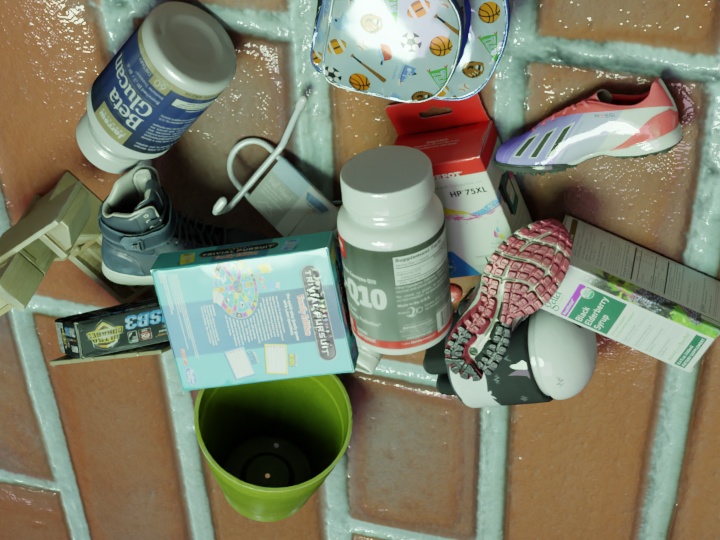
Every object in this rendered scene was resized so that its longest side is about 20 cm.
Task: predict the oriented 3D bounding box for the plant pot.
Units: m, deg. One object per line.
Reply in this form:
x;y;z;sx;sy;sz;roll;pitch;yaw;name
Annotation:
-0.118;0.234;1.933;0.199;0.201;0.193;17;148;4;plant pot

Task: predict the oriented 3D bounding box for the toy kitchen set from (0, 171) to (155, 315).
-0.324;-0.001;1.761;0.163;0.201;0.180;-28;118;39;toy kitchen set

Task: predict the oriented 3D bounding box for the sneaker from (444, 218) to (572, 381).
0.153;0.022;1.593;0.080;0.075;0.201;33;115;-5;sneaker

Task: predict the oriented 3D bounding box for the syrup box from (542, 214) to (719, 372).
0.294;0.026;1.633;0.199;0.082;0.079;23;135;-3;syrup box

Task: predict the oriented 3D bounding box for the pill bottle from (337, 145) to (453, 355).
0.035;-0.022;1.561;0.113;0.114;0.201;4;127;17;pill bottle

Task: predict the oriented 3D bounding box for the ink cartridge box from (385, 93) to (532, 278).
0.103;-0.090;1.605;0.115;0.067;0.201;-8;129;27;ink cartridge box

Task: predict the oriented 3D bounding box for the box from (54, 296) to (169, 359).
-0.252;0.060;1.757;0.198;0.198;0.050;-177;75;-71;box

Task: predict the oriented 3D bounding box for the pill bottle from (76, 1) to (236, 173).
-0.228;-0.190;1.605;0.111;0.111;0.200;36;135;-15;pill bottle

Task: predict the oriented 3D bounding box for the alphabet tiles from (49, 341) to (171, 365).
-0.260;0.084;1.838;0.166;0.200;0.008;-8;98;27;alphabet tiles

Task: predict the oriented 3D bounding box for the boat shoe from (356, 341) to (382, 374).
-0.063;0.093;1.829;0.199;0.070;0.071;3;151;31;boat shoe

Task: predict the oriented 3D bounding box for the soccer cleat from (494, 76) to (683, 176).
0.227;-0.147;1.513;0.199;0.068;0.074;-8;112;27;soccer cleat

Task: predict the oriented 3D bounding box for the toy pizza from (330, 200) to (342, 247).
0.000;0.000;1.758;0.198;0.032;0.201;11;135;11;toy pizza

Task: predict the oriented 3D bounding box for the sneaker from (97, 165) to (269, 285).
-0.197;-0.049;1.672;0.200;0.077;0.147;-3;140;-5;sneaker

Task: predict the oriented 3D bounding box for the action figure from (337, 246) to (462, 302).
0.018;0.030;1.707;0.198;0.065;0.100;9;117;11;action figure

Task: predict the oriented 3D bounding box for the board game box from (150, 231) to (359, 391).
-0.113;0.046;1.621;0.198;0.047;0.152;-7;114;11;board game box

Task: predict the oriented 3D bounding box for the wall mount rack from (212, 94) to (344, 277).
-0.064;-0.088;1.638;0.200;0.075;0.174;44;106;8;wall mount rack

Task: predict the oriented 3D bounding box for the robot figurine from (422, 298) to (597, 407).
0.175;0.093;1.718;0.199;0.150;0.126;-8;85;28;robot figurine

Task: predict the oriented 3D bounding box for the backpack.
0.052;-0.252;1.418;0.189;0.155;0.201;9;133;-2;backpack
